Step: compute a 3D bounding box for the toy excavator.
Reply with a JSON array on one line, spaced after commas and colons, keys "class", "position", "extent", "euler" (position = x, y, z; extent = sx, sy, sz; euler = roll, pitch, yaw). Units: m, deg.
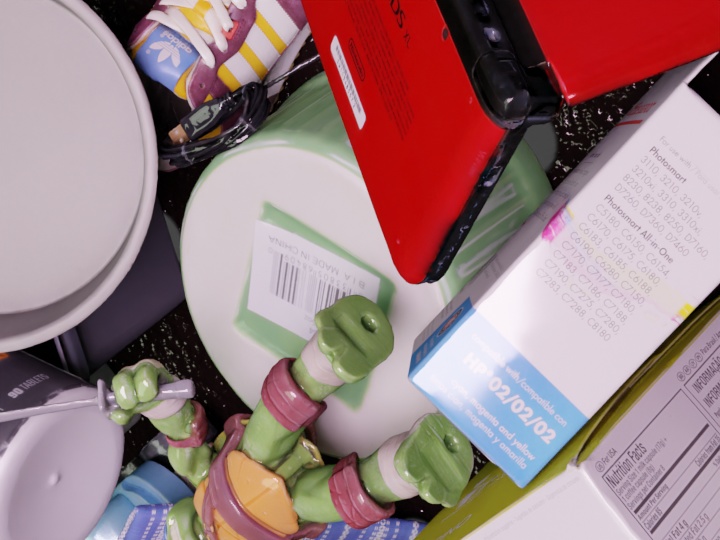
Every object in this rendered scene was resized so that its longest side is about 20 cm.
[{"class": "toy excavator", "position": [-0.165, 0.200, 0.944], "extent": [0.100, 0.200, 0.194], "euler": [50, 146, 4]}]

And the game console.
[{"class": "game console", "position": [0.066, -0.121, 0.625], "extent": [0.173, 0.117, 0.201], "euler": [116, 144, -47]}]

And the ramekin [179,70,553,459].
[{"class": "ramekin", "position": [0.000, 0.000, 0.783], "extent": [0.198, 0.097, 0.202], "euler": [17, 122, 30]}]

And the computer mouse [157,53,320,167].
[{"class": "computer mouse", "position": [-0.026, -0.115, 0.732], "extent": [0.199, 0.059, 0.034], "euler": [-35, 119, 14]}]

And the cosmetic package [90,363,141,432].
[{"class": "cosmetic package", "position": [-0.291, 0.086, 0.978], "extent": [0.200, 0.200, 0.123], "euler": [51, 132, 5]}]

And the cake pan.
[{"class": "cake pan", "position": [-0.197, -0.059, 0.766], "extent": [0.198, 0.037, 0.203], "euler": [1, 101, 6]}]

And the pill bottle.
[{"class": "pill bottle", "position": [-0.234, 0.079, 0.815], "extent": [0.198, 0.106, 0.107], "euler": [20, 123, 27]}]

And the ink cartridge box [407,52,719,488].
[{"class": "ink cartridge box", "position": [0.111, -0.013, 0.633], "extent": [0.068, 0.115, 0.200], "euler": [43, 96, -1]}]

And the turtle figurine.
[{"class": "turtle figurine", "position": [-0.060, 0.107, 0.681], "extent": [0.194, 0.199, 0.145], "euler": [-38, 52, 35]}]

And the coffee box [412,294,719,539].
[{"class": "coffee box", "position": [0.138, 0.160, 0.692], "extent": [0.198, 0.200, 0.200], "euler": [51, 131, 4]}]

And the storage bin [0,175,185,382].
[{"class": "storage bin", "position": [-0.198, -0.027, 0.896], "extent": [0.144, 0.134, 0.202], "euler": [-4, 109, 38]}]

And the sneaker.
[{"class": "sneaker", "position": [-0.070, -0.132, 0.776], "extent": [0.075, 0.090, 0.201], "euler": [36, 129, 17]}]

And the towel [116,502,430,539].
[{"class": "towel", "position": [-0.057, 0.190, 0.881], "extent": [0.145, 0.198, 0.024], "euler": [-62, 32, 37]}]
